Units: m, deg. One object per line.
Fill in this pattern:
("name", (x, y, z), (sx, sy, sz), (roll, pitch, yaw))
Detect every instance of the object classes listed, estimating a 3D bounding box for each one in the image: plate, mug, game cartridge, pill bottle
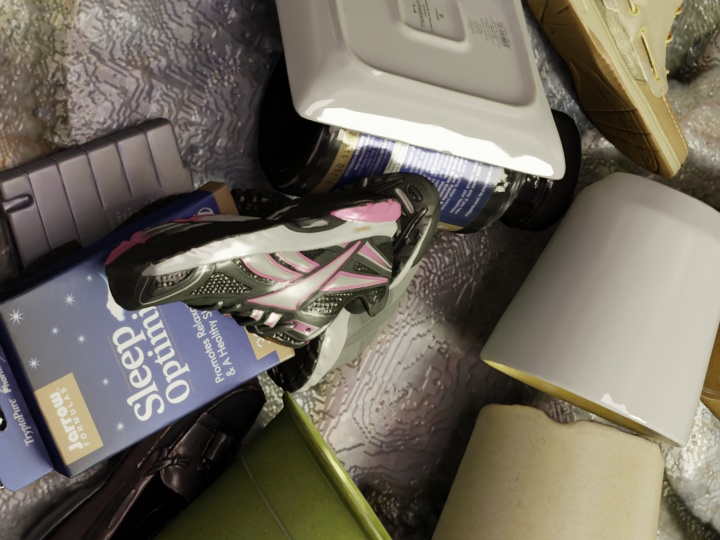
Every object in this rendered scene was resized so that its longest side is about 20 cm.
("plate", (0.038, -0.159, 1.602), (0.200, 0.200, 0.032), (13, 135, -27))
("mug", (0.165, 0.015, 1.666), (0.149, 0.187, 0.153), (26, 86, -43))
("game cartridge", (-0.154, 0.012, 1.616), (0.130, 0.038, 0.200), (-22, 108, -25))
("pill bottle", (0.042, -0.086, 1.647), (0.200, 0.112, 0.112), (13, 93, -26))

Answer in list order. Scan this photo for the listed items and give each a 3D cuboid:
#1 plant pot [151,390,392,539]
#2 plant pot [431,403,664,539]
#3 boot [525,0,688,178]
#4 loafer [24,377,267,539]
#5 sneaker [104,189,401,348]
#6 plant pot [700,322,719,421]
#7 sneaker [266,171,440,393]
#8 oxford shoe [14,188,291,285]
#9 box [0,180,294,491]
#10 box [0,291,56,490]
("plant pot", (-0.068, 0.211, 1.562), (0.190, 0.200, 0.200), (-34, 112, -2))
("plant pot", (0.125, 0.195, 1.706), (0.200, 0.200, 0.184), (19, 79, -27))
("boot", (0.211, -0.180, 1.735), (0.155, 0.073, 0.200), (-44, 119, -19))
("loafer", (-0.132, 0.147, 1.610), (0.200, 0.063, 0.072), (-43, 136, 1))
("sneaker", (-0.055, 0.008, 1.489), (0.200, 0.080, 0.086), (-11, 102, -31))
("plant pot", (0.318, 0.063, 1.736), (0.200, 0.186, 0.187), (18, 91, -41))
("sneaker", (0.000, 0.000, 1.623), (0.079, 0.200, 0.074), (-20, 67, -41))
("oxford shoe", (-0.125, 0.007, 1.583), (0.200, 0.073, 0.084), (-23, 128, -20))
("box", (-0.147, 0.043, 1.505), (0.200, 0.032, 0.121), (-29, 109, -21))
("box", (-0.306, 0.091, 1.512), (0.200, 0.115, 0.132), (-27, 108, -21))
